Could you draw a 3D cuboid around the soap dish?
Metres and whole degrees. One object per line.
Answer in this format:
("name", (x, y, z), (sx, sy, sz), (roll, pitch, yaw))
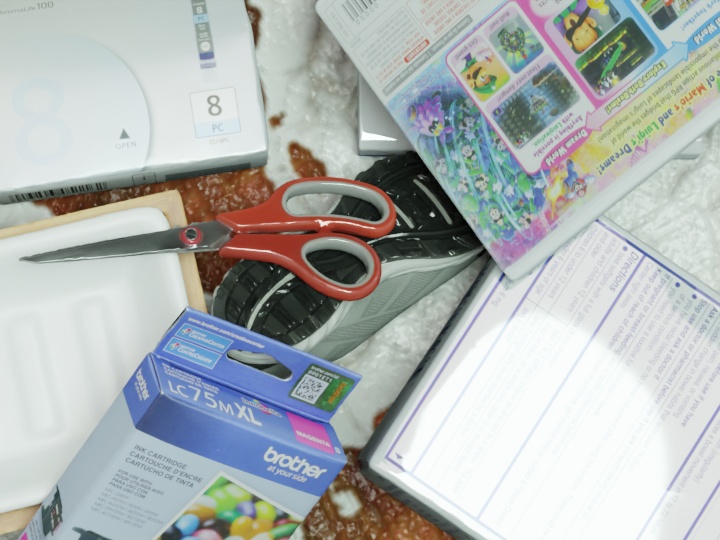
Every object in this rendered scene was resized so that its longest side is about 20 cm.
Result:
("soap dish", (-0.177, 0.057, 1.059), (0.198, 0.081, 0.159), (-13, 84, -6))

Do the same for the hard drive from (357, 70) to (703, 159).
("hard drive", (0.097, -0.132, 1.130), (0.198, 0.025, 0.133), (0, 82, -4))

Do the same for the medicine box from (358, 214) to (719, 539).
("medicine box", (0.129, 0.087, 1.064), (0.199, 0.103, 0.183), (34, 82, 1))

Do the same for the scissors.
("scissors", (-0.079, -0.023, 1.037), (0.198, 0.014, 0.074), (5, 62, -6))

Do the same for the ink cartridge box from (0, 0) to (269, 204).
("ink cartridge box", (-0.144, -0.148, 1.106), (0.158, 0.047, 0.202), (-9, 85, -4))

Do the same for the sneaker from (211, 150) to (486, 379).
("sneaker", (0.000, 0.000, 1.089), (0.199, 0.080, 0.074), (-30, 66, -22))

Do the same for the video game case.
("video game case", (0.100, -0.126, 0.991), (0.200, 0.024, 0.183), (-39, 81, 20))

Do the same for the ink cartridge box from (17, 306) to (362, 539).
("ink cartridge box", (-0.093, 0.120, 1.008), (0.119, 0.042, 0.201), (24, 111, -31))
